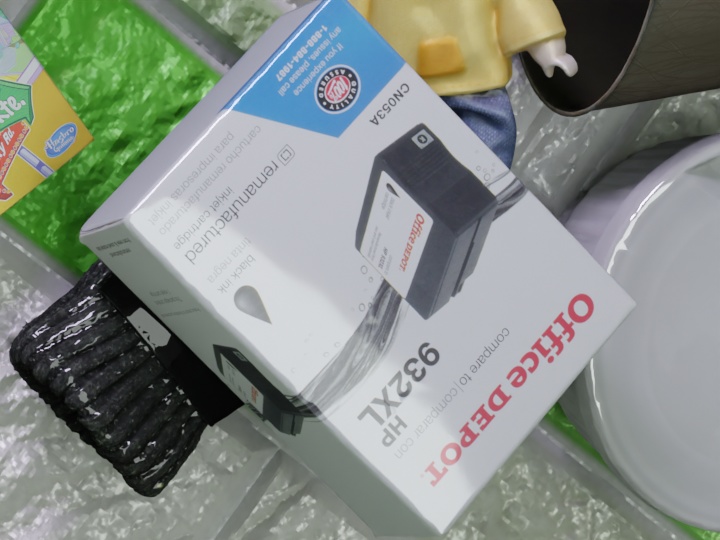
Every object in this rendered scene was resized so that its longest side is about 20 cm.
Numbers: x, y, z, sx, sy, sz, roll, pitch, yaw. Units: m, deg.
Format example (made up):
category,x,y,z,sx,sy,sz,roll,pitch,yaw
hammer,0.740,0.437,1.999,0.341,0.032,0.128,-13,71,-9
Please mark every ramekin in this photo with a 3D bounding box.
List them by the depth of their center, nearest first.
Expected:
category,x,y,z,sx,sy,sz,roll,pitch,yaw
ramekin,0.181,0.023,1.473,0.202,0.094,0.203,-4,100,-22

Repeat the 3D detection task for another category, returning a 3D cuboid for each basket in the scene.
category,x,y,z,sx,sy,sz,roll,pitch,yaw
basket,0.192,-0.164,1.429,0.199,0.136,0.181,-2,111,-27

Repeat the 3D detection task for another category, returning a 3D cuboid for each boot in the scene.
category,x,y,z,sx,sy,sz,roll,pitch,yaw
boot,-0.046,0.052,1.384,0.211,0.079,0.158,41,75,-13

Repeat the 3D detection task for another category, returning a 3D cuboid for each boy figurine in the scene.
category,x,y,z,sx,sy,sz,roll,pitch,yaw
boy figurine,0.040,-0.110,1.391,0.124,0.064,0.201,2,107,10

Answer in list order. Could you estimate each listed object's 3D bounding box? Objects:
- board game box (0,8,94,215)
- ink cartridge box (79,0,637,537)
category,x,y,z,sx,sy,sz,roll,pitch,yaw
board game box,-0.236,-0.050,1.310,0.200,0.034,0.135,-40,112,-13
ink cartridge box,0.000,0.000,1.316,0.200,0.084,0.145,45,73,-12
